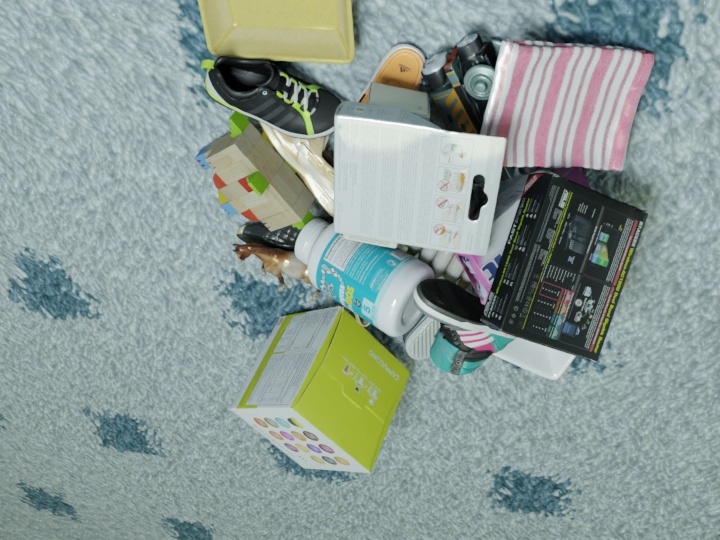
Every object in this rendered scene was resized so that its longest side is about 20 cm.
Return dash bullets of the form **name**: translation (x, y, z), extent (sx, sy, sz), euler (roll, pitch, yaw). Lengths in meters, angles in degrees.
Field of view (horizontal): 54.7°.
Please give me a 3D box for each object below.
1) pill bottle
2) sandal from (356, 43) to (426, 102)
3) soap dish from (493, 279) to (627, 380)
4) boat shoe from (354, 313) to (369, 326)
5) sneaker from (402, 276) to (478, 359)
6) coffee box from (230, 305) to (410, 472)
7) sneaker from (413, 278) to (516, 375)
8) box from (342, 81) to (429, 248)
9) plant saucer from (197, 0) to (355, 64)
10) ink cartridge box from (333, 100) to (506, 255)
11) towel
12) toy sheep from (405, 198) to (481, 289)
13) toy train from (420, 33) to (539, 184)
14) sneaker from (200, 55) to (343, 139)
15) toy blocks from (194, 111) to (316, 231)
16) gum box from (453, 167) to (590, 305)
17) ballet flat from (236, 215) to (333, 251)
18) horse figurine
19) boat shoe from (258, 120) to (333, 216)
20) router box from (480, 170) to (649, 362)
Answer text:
- **pill bottle**: translation (0.000, 0.000, 0.993), extent (0.198, 0.110, 0.112), euler (31, 142, 27)
- **sandal**: translation (0.021, -0.204, 0.930), extent (0.078, 0.060, 0.208), euler (24, 135, -6)
- **soap dish**: translation (0.279, 0.054, 1.052), extent (0.155, 0.082, 0.202), euler (23, 118, -5)
- **boat shoe**: translation (0.011, 0.005, 1.115), extent (0.072, 0.064, 0.203), euler (-2, 137, -11)
- **sneaker**: translation (0.141, 0.052, 1.131), extent (0.199, 0.080, 0.078), euler (-41, 123, 14)
- **coffee box**: translation (-0.067, 0.210, 1.220), extent (0.200, 0.202, 0.196), euler (44, 146, -26)
- **sneaker**: translation (0.127, 0.085, 0.977), extent (0.198, 0.084, 0.121), euler (19, 126, -33)
- **box**: translation (0.030, -0.132, 0.904), extent (0.081, 0.069, 0.202), euler (11, 128, -4)
- **plant saucer**: translation (-0.102, -0.355, 0.834), extent (0.196, 0.049, 0.202), euler (7, 133, 11)
- **ink cartridge box**: translation (0.066, -0.108, 0.833), extent (0.196, 0.048, 0.162), euler (9, 127, 9)
- **towel**: translation (0.241, -0.190, 0.822), extent (0.196, 0.030, 0.149), euler (-1, 118, -14)
- **toy sheep**: translation (0.126, -0.047, 1.002), extent (0.197, 0.139, 0.139), euler (26, 135, 1)
- **toy train**: translation (0.155, -0.198, 0.883), extent (0.113, 0.086, 0.201), euler (-11, 129, 38)
- **sneaker**: translation (-0.110, -0.227, 0.905), extent (0.196, 0.073, 0.083), euler (11, 170, -13)
- **toy blocks**: translation (-0.168, -0.130, 1.050), extent (0.135, 0.101, 0.200), euler (-14, 128, 43)
- **gum box**: translation (0.217, -0.048, 0.919), extent (0.199, 0.066, 0.114), euler (-40, 108, -7)
- **ballet flat**: translation (-0.111, -0.060, 1.128), extent (0.196, 0.058, 0.066), euler (2, 161, 22)
- **horse figurine**: translation (-0.101, 0.003, 1.126), extent (0.197, 0.051, 0.133), euler (16, 154, 7)
- **boat shoe**: translation (-0.069, -0.172, 0.990), extent (0.069, 0.074, 0.201), euler (-35, 109, 14)
- **router box**: translation (0.253, -0.004, 0.868), extent (0.148, 0.062, 0.203), euler (18, 94, -18)
